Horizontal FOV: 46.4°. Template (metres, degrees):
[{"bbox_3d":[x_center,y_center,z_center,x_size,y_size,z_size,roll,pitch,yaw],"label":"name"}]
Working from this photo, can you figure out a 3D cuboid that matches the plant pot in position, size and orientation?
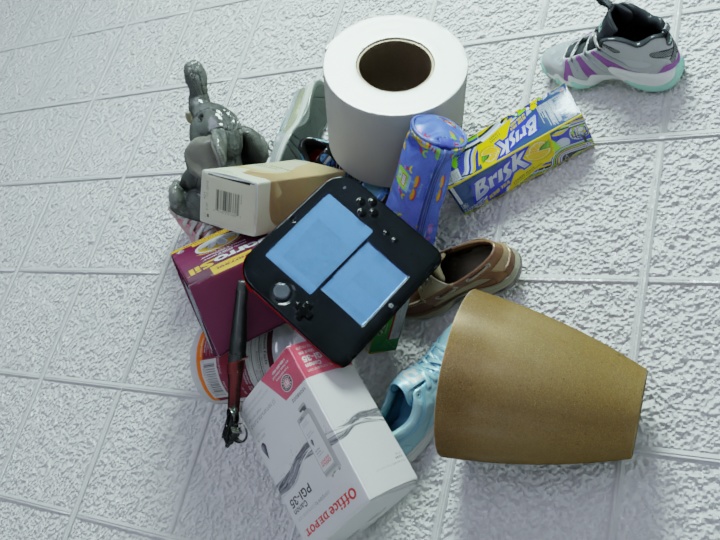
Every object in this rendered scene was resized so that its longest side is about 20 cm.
[{"bbox_3d":[0.199,0.132,0.902,0.197,0.187,0.189,11,68,21],"label":"plant pot"}]

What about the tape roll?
[{"bbox_3d":[0.048,-0.237,1.178,0.199,0.140,0.205,-1,54,2],"label":"tape roll"}]

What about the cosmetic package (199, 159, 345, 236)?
[{"bbox_3d":[-0.116,-0.104,1.157,0.104,0.199,0.072,15,108,29],"label":"cosmetic package"}]

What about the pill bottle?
[{"bbox_3d":[-0.122,0.115,1.139,0.197,0.114,0.116,-10,58,26],"label":"pill bottle"}]

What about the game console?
[{"bbox_3d":[-0.024,-0.007,1.004,0.176,0.031,0.200,38,65,15],"label":"game console"}]

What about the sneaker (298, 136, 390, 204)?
[{"bbox_3d":[-0.031,-0.140,1.248,0.199,0.090,0.079,34,83,40],"label":"sneaker"}]

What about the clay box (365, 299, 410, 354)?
[{"bbox_3d":[0.000,0.000,1.124,0.047,0.116,0.201,-5,40,-25],"label":"clay box"}]

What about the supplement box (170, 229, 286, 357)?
[{"bbox_3d":[-0.168,0.016,1.119,0.129,0.105,0.200,-24,20,-13],"label":"supplement box"}]

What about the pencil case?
[{"bbox_3d":[0.077,-0.098,1.093,0.087,0.077,0.202,-119,37,-49],"label":"pencil case"}]

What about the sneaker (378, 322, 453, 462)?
[{"bbox_3d":[0.079,0.140,1.018,0.073,0.082,0.202,23,76,38],"label":"sneaker"}]

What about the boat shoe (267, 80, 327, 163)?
[{"bbox_3d":[-0.105,-0.220,1.358,0.064,0.074,0.205,-5,57,36],"label":"boat shoe"}]

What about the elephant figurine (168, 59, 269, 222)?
[{"bbox_3d":[-0.208,-0.173,1.225,0.142,0.153,0.202,-92,20,-55],"label":"elephant figurine"}]

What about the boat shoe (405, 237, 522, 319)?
[{"bbox_3d":[0.107,0.004,1.080,0.198,0.072,0.077,-24,52,30],"label":"boat shoe"}]

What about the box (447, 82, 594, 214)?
[{"bbox_3d":[0.204,-0.160,1.125,0.198,0.070,0.065,-28,51,15],"label":"box"}]

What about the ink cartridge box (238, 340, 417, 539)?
[{"bbox_3d":[-0.042,0.202,0.986,0.147,0.082,0.202,-50,61,38],"label":"ink cartridge box"}]

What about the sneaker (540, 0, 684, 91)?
[{"bbox_3d":[0.315,-0.306,1.095,0.198,0.140,0.079,10,68,35],"label":"sneaker"}]

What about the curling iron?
[{"bbox_3d":[-0.145,0.113,1.014,0.049,0.025,0.204,2,87,62],"label":"curling iron"}]

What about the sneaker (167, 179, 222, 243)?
[{"bbox_3d":[-0.252,-0.068,1.337,0.075,0.105,0.201,-35,51,6],"label":"sneaker"}]
